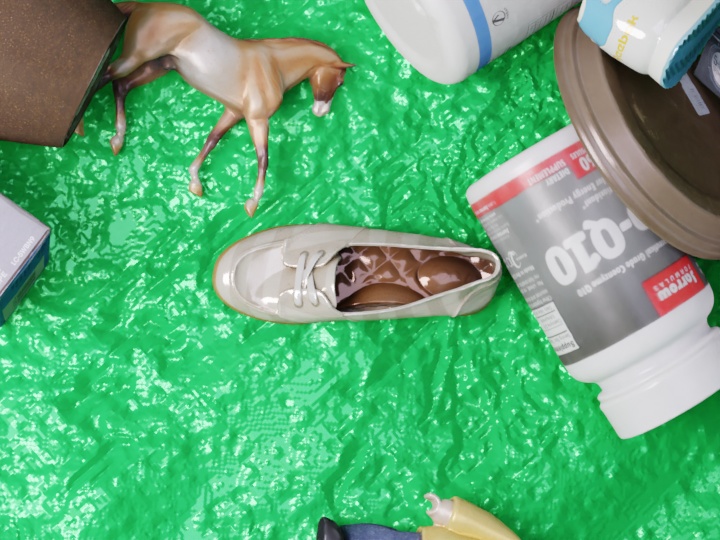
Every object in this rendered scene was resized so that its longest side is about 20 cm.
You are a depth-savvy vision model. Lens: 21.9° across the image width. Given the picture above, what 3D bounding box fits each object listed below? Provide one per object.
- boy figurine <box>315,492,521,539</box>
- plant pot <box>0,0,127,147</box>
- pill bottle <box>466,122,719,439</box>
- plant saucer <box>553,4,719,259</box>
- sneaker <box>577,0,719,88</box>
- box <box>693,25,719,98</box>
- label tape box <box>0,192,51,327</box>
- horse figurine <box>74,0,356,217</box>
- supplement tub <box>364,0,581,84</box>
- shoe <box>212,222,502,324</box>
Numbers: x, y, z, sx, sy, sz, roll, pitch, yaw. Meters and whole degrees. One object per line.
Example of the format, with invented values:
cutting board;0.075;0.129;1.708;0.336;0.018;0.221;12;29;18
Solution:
boy figurine;0.066;0.214;1.241;0.199;0.064;0.125;8;79;-6
plant pot;-0.255;-0.164;1.169;0.199;0.187;0.188;27;79;-7
pill bottle;0.167;0.003;1.260;0.114;0.114;0.201;-30;89;-13
plant saucer;0.208;-0.101;1.261;0.200;0.029;0.201;30;42;-31
sneaker;0.216;-0.202;1.238;0.081;0.077;0.200;31;46;13
box;0.357;-0.138;1.290;0.199;0.044;0.160;-28;62;-28
label tape box;-0.291;-0.051;1.167;0.200;0.144;0.063;36;78;-4
horse figurine;-0.115;-0.127;1.259;0.199;0.050;0.133;25;85;-9
supplement tub;0.104;-0.230;1.270;0.200;0.132;0.132;-35;90;-12
shoe;0.000;0.000;1.260;0.199;0.053;0.070;0;83;-10
